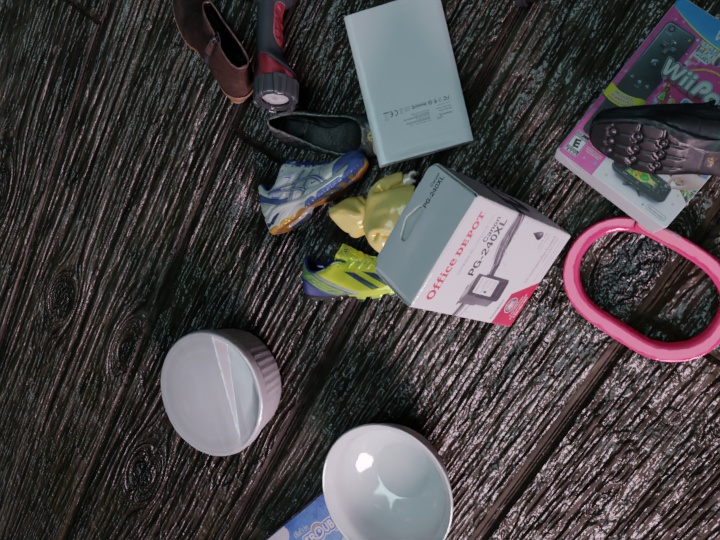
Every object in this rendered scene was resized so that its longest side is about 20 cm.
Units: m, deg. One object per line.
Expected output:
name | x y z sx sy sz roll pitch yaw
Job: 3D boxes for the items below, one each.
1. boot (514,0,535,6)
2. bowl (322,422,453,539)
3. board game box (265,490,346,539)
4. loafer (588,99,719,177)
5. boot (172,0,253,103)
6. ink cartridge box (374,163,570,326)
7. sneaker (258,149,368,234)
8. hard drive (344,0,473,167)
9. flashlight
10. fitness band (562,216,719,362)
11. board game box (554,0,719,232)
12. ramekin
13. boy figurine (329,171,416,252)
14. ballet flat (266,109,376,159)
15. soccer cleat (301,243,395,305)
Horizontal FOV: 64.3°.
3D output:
boot | 0.272 -0.401 0.646 0.166 0.076 0.204 17 98 25
bowl | 0.049 0.306 0.834 0.198 0.090 0.205 4 99 23
board game box | -0.040 0.472 0.922 0.200 0.043 0.200 -45 77 23
loafer | 0.337 -0.136 0.577 0.197 0.071 0.069 14 147 23
boot | -0.212 -0.349 0.823 0.072 0.166 0.202 -31 93 -12
ink cartridge box | 0.136 -0.022 0.685 0.084 0.198 0.147 48 116 43
sneaker | -0.079 -0.132 0.837 0.198 0.075 0.089 -29 82 29
hard drive | 0.064 -0.255 0.767 0.130 0.027 0.204 -14 92 5
flashlight | -0.118 -0.333 0.820 0.067 0.068 0.204 -2 78 15
fitness band | 0.345 0.020 0.695 0.199 0.037 0.145 35 112 17
board game box | 0.339 -0.169 0.637 0.147 0.064 0.201 41 99 14
ramekin | -0.219 0.189 0.937 0.199 0.094 0.207 3 98 24
boy figurine | 0.050 -0.071 0.788 0.197 0.064 0.127 -4 83 27
ballet flat | -0.045 -0.196 0.827 0.197 0.057 0.068 9 102 23
soccer cleat | -0.001 0.000 0.829 0.197 0.065 0.085 -8 96 26
